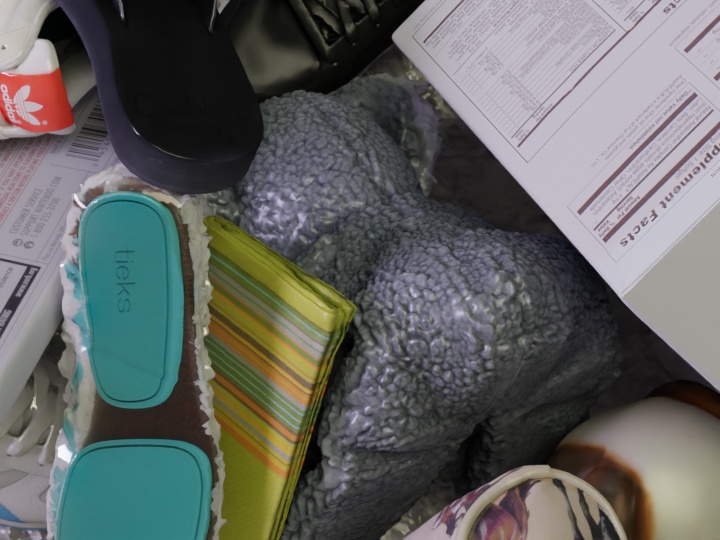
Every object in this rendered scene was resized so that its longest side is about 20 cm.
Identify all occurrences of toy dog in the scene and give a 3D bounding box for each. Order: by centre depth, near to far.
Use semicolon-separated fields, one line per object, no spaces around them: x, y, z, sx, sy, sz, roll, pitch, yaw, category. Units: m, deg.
0.148;0.148;0.912;0.140;0.194;0.200;-39;92;-33;toy dog

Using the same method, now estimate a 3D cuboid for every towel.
-0.058;0.083;0.883;0.018;0.200;0.086;-6;32;-43;towel

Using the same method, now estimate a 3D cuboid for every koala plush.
0.000;0.000;0.937;0.177;0.184;0.200;-16;60;-29;koala plush

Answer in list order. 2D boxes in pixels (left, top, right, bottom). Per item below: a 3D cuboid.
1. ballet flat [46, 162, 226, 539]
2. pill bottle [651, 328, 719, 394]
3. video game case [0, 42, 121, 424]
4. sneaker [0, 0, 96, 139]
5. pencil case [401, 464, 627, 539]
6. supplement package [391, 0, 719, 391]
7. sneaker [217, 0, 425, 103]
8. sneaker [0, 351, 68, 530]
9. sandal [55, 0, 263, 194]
-0.083;0.051;0.851;0.072;0.072;0.200;2;106;-15;ballet flat
0.198;-0.004;1.011;0.112;0.112;0.200;16;72;-11;pill bottle
-0.188;-0.033;0.887;0.182;0.024;0.200;11;49;15;video game case
-0.165;-0.080;0.864;0.200;0.070;0.093;-30;45;-25;sneaker
0.032;0.152;0.886;0.078;0.200;0.090;10;62;-23;pencil case
0.145;-0.061;0.886;0.151;0.200;0.152;-45;132;7;supplement package
0.014;-0.149;0.999;0.200;0.112;0.073;-34;86;-20;sneaker
-0.169;0.057;0.912;0.200;0.081;0.077;14;71;-13;sneaker
-0.085;-0.116;0.844;0.076;0.043;0.200;-8;52;-32;sandal
